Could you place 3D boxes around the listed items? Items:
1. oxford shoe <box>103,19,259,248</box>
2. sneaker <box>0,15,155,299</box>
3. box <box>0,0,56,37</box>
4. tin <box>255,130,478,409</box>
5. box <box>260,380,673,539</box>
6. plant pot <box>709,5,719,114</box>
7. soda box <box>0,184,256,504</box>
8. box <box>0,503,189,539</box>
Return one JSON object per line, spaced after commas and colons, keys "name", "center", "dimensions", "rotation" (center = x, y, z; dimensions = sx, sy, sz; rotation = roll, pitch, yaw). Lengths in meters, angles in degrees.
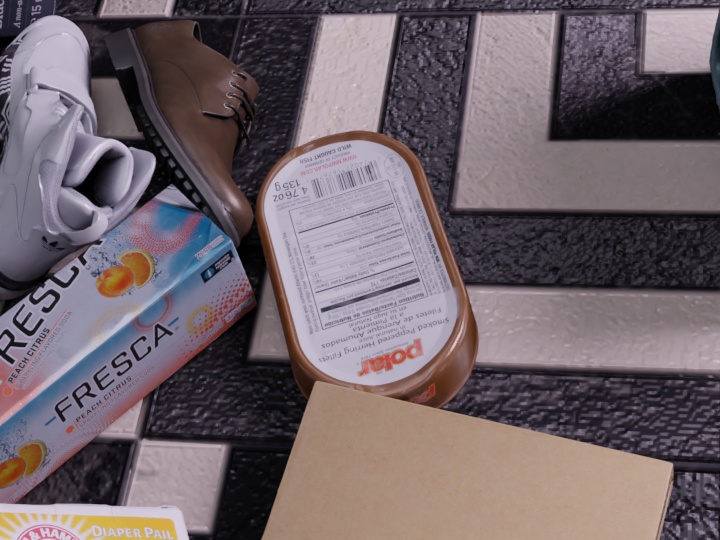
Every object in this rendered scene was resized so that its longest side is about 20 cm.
{"name": "oxford shoe", "center": [-0.099, -0.096, 0.983], "dimensions": [0.084, 0.073, 0.201], "rotation": [-20, 53, -8]}
{"name": "sneaker", "center": [-0.178, -0.084, 0.963], "dimensions": [0.114, 0.075, 0.202], "rotation": [-19, 51, 37]}
{"name": "box", "center": [-0.302, -0.259, 1.029], "dimensions": [0.198, 0.198, 0.118], "rotation": [-9, 50, -25]}
{"name": "tin", "center": [0.000, 0.000, 0.915], "dimensions": [0.111, 0.042, 0.202], "rotation": [-19, 53, 2]}
{"name": "box", "center": [0.044, 0.152, 0.785], "dimensions": [0.198, 0.021, 0.165], "rotation": [11, 68, 19]}
{"name": "plant pot", "center": [0.317, -0.117, 0.846], "dimensions": [0.197, 0.197, 0.198], "rotation": [-2, 53, 0]}
{"name": "soda box", "center": [-0.158, 0.045, 0.891], "dimensions": [0.199, 0.069, 0.063], "rotation": [-40, 56, -16]}
{"name": "box", "center": [-0.128, 0.217, 0.713], "dimensions": [0.111, 0.102, 0.201], "rotation": [8, 44, -32]}
